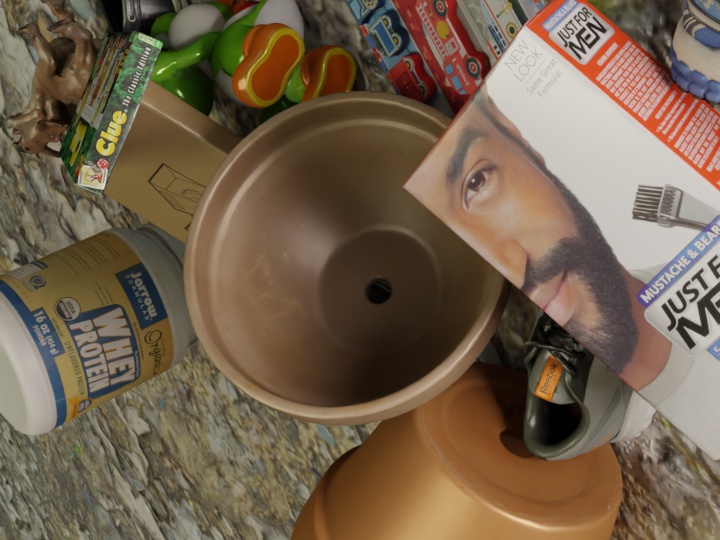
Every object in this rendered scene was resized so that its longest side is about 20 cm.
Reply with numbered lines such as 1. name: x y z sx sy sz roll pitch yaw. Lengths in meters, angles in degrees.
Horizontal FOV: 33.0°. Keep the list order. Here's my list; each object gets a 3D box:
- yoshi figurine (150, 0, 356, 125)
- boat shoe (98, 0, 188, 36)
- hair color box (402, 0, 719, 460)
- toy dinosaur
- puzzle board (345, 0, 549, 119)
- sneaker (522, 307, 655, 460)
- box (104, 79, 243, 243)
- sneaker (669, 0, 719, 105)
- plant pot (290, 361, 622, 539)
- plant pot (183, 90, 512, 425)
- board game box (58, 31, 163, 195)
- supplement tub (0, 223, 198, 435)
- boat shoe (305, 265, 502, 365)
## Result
1. yoshi figurine: -0.098 -0.132 0.862 0.199 0.112 0.113 23 137 51
2. boat shoe: -0.205 -0.268 0.961 0.201 0.062 0.075 64 151 3
3. hair color box: 0.131 -0.020 0.566 0.200 0.064 0.111 41 131 4
4. toy dinosaur: -0.230 -0.166 1.062 0.199 0.086 0.136 4 128 37
5. puzzle board: 0.056 -0.134 0.713 0.201 0.017 0.151 61 149 4
6. sneaker: 0.130 0.027 0.663 0.074 0.079 0.202 36 138 40
7. box: -0.098 -0.049 0.897 0.199 0.021 0.163 33 153 -14
8. sneaker: 0.202 -0.099 0.469 0.199 0.077 0.086 23 127 46
9. plant pot: 0.070 0.153 0.753 0.200 0.199 0.141 44 128 28
10. plant pot: 0.000 0.000 0.745 0.201 0.201 0.093 48 -179 24
11. board game box: -0.178 -0.115 0.850 0.106 0.023 0.200 -70 19 4
12. supplement tub: -0.247 0.047 1.119 0.144 0.199 0.146 36 140 37
13. boat shoe: 0.002 0.032 0.828 0.199 0.057 0.069 34 144 10
